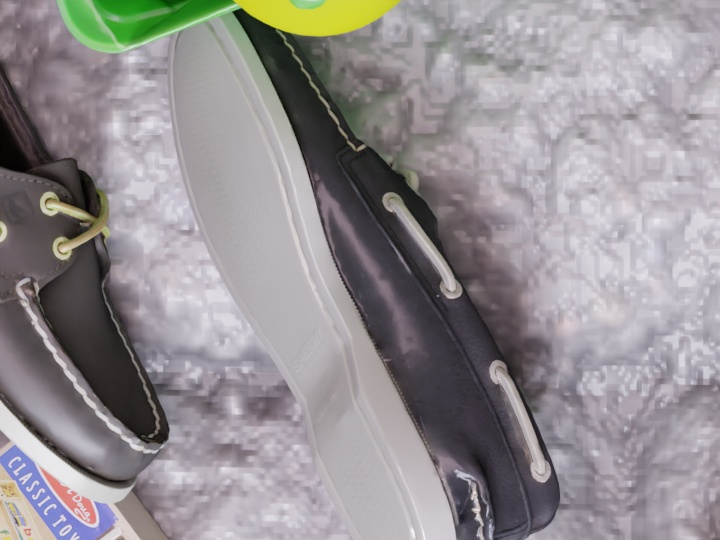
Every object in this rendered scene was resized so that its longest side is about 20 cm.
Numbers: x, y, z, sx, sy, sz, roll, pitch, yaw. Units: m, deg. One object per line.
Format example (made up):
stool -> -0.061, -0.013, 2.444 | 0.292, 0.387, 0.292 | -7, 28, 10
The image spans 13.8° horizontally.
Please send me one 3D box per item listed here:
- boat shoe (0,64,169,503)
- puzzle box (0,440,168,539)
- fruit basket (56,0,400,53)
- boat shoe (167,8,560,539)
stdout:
boat shoe -> -0.118, -0.021, 0.955 | 0.060, 0.072, 0.202 | -36, 85, 16
puzzle box -> -0.090, 0.163, 0.990 | 0.133, 0.025, 0.200 | -38, 87, 11
fruit basket -> -0.013, -0.145, 0.859 | 0.214, 0.216, 0.156 | -19, 91, 12
boat shoe -> 0.000, 0.000, 0.939 | 0.060, 0.074, 0.201 | -18, 71, -27
